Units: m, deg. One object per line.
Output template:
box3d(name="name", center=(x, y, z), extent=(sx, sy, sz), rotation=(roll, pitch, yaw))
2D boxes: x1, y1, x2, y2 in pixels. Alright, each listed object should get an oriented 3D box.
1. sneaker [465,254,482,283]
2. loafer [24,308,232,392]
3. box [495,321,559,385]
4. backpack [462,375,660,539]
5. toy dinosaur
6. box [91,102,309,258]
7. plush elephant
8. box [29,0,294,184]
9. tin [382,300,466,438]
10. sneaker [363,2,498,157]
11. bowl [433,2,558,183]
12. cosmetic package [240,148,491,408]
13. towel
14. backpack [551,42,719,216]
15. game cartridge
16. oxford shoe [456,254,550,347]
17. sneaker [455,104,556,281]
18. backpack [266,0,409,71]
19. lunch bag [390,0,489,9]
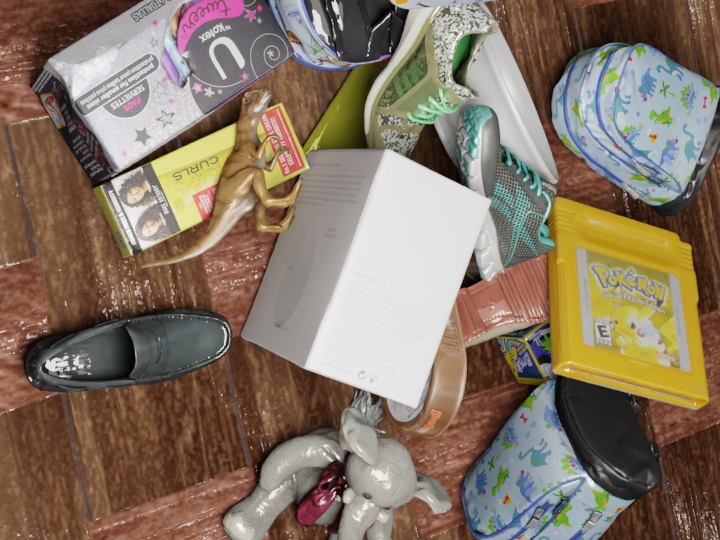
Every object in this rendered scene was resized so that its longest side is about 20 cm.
box3d(name="sneaker", center=(0.132, -0.026, 1.230), extent=(0.197, 0.075, 0.072), rotation=(21, 81, -23))
box3d(name="loafer", center=(-0.209, 0.077, 1.075), extent=(0.197, 0.070, 0.070), rotation=(-9, 94, -24))
box3d(name="box", center=(0.249, 0.046, 1.286), extent=(0.199, 0.070, 0.065), rotation=(-34, 101, -21))
box3d(name="backpack", center=(0.196, 0.216, 1.198), extent=(0.151, 0.165, 0.202), rotation=(6, 132, -17))
box3d(name="toy dinosaur", center=(-0.113, -0.068, 1.083), extent=(0.105, 0.060, 0.203), rotation=(21, 75, 2))
box3d(name="box", center=(-0.151, -0.087, 1.113), extent=(0.198, 0.050, 0.076), rotation=(-27, 100, -23))
box3d(name="plush elephant", center=(-0.006, 0.213, 1.121), extent=(0.164, 0.154, 0.202), rotation=(35, 77, -20))
box3d(name="box", center=(-0.180, -0.182, 1.055), extent=(0.199, 0.132, 0.116), rotation=(-38, 103, -19))
box3d(name="tin", center=(0.056, 0.066, 1.144), extent=(0.041, 0.112, 0.203), rotation=(15, 47, -27))
box3d(name="sneaker", center=(0.068, -0.172, 1.092), extent=(0.076, 0.089, 0.202), rotation=(-8, 130, -44))
box3d(name="bowl", center=(0.124, -0.166, 1.192), extent=(0.089, 0.201, 0.204), rotation=(-23, 102, 16))
box3d(name="cosmetic package", center=(0.000, 0.000, 1.092), extent=(0.121, 0.199, 0.203), rotation=(21, 88, -23))
box3d(name="towel", center=(0.018, -0.177, 1.212), extent=(0.086, 0.018, 0.202), rotation=(35, 76, -16))
box3d(name="backpack", center=(0.309, -0.172, 1.288), extent=(0.198, 0.154, 0.165), rotation=(26, 86, -9))
box3d(name="game cartridge", center=(0.276, 0.031, 1.205), extent=(0.173, 0.032, 0.203), rotation=(15, 58, -17))
box3d(name="oxford shoe", center=(0.149, 0.034, 1.230), extent=(0.197, 0.074, 0.072), rotation=(-16, 79, -12))
box3d(name="sneaker", center=(0.142, -0.081, 1.113), extent=(0.090, 0.078, 0.202), rotation=(-13, 136, 2))
box3d(name="backpack", center=(-0.019, -0.291, 1.118), extent=(0.197, 0.154, 0.194), rotation=(-17, 94, -24))
box3d(name="lunch bag", center=(0.070, -0.330, 1.028), extent=(0.158, 0.076, 0.204), rotation=(-9, 77, -21))
